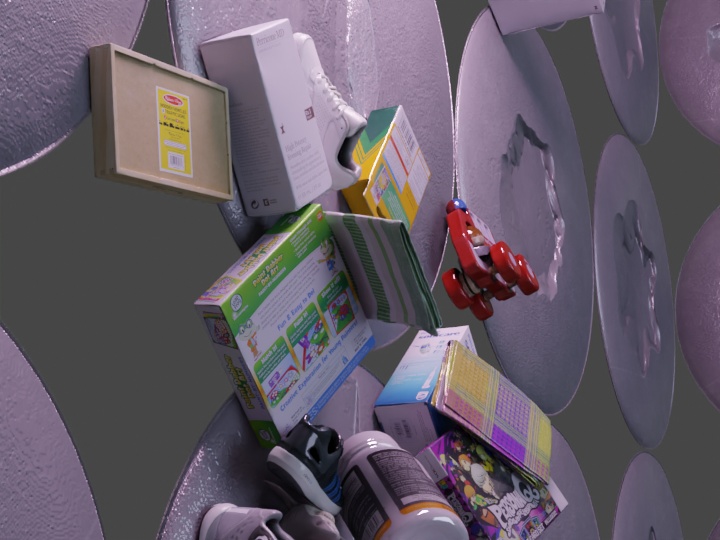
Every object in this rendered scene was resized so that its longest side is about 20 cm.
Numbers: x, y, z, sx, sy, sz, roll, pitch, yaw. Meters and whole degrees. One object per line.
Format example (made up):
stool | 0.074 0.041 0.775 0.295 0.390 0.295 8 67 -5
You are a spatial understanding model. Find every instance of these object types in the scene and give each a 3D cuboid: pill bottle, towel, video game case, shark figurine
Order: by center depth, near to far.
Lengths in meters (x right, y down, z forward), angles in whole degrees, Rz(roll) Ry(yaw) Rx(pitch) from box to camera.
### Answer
shark figurine | -0.068 0.317 1.295 0.090 0.128 0.215 -52 153 -22
pill bottle | 0.038 0.277 1.350 0.117 0.116 0.200 67 -8 -29
towel | 0.000 0.000 1.352 0.023 0.199 0.153 -40 122 -31
video game case | 0.176 0.278 1.531 0.182 0.036 0.200 56 35 7
towel | 0.180 0.191 1.567 0.199 0.023 0.144 38 35 -16

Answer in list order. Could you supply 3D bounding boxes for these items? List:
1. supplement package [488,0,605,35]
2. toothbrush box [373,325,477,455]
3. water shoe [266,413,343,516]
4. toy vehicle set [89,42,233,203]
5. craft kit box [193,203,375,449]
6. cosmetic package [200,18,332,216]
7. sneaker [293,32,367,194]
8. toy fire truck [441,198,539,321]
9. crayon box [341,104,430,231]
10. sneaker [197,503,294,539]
supplement package | 0.333 -0.542 2.123 0.156 0.198 0.112 57 36 -40
toothbrush box | 0.107 0.191 1.632 0.200 0.085 0.147 -53 129 -53
water shoe | -0.042 0.216 1.282 0.079 0.071 0.200 -53 162 -11
toy vehicle set | -0.196 -0.142 1.173 0.200 0.026 0.126 10 75 -62
craft kit box | -0.078 0.061 1.300 0.200 0.048 0.199 -47 129 -41
cosmetic package | -0.104 -0.173 1.315 0.102 0.073 0.202 -43 123 -58
sneaker | -0.039 -0.192 1.415 0.078 0.099 0.202 -30 111 -61
toy fire truck | 0.187 -0.026 1.843 0.200 0.112 0.169 29 34 -59
crayon box | 0.032 -0.116 1.593 0.126 0.051 0.201 63 32 -35
sneaker | -0.106 0.330 1.143 0.075 0.115 0.202 24 63 -59
